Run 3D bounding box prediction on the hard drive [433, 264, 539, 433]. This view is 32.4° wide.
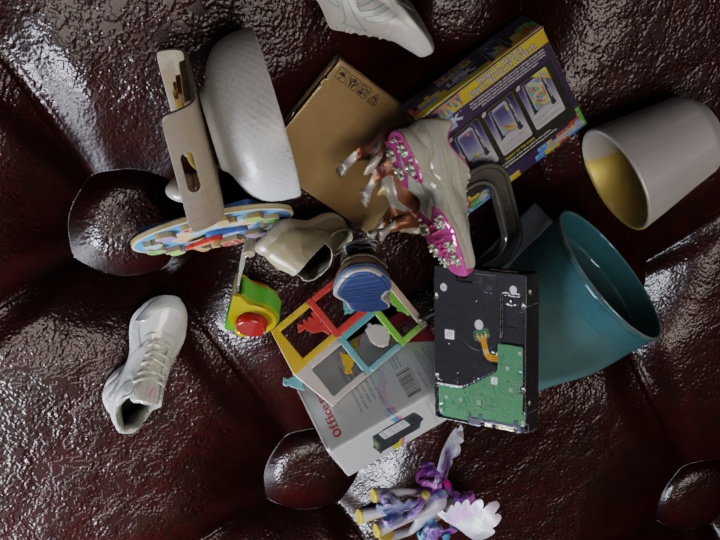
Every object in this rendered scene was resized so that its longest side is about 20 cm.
[{"bbox_3d":[0.158,0.095,1.554,0.038,0.139,0.201,-11,103,-50],"label":"hard drive"}]

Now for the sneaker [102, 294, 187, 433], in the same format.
[{"bbox_3d":[-0.270,0.128,1.603,0.077,0.099,0.201,14,114,-25],"label":"sneaker"}]

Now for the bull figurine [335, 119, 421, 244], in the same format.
[{"bbox_3d":[0.053,-0.095,1.572,0.121,0.065,0.201,-37,126,-14],"label":"bull figurine"}]

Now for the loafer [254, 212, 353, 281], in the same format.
[{"bbox_3d":[-0.062,-0.024,1.550,0.076,0.068,0.200,-43,167,23],"label":"loafer"}]

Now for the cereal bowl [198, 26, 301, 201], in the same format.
[{"bbox_3d":[-0.133,-0.171,1.420,0.083,0.200,0.201,-17,123,-4],"label":"cereal bowl"}]

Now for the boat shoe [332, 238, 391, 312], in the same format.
[{"bbox_3d":[0.000,0.000,1.549,0.072,0.200,0.073,-5,77,0],"label":"boat shoe"}]

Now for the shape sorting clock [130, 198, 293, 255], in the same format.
[{"bbox_3d":[-0.178,-0.047,1.496,0.199,0.200,0.039,-14,87,-11],"label":"shape sorting clock"}]

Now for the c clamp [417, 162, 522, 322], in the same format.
[{"bbox_3d":[0.137,-0.039,1.598,0.170,0.027,0.201,-25,130,-14],"label":"c clamp"}]

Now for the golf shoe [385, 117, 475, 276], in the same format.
[{"bbox_3d":[0.107,-0.092,1.503,0.091,0.075,0.201,-31,108,-24],"label":"golf shoe"}]

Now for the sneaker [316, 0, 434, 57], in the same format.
[{"bbox_3d":[0.004,-0.312,1.469,0.200,0.071,0.080,35,113,-25],"label":"sneaker"}]

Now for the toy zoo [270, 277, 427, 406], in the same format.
[{"bbox_3d":[-0.026,0.087,1.649,0.200,0.020,0.131,-39,89,-6],"label":"toy zoo"}]

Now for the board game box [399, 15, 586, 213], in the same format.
[{"bbox_3d":[0.171,-0.197,1.578,0.200,0.057,0.166,-37,125,-5],"label":"board game box"}]

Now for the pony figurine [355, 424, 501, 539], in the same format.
[{"bbox_3d":[0.109,0.342,1.846,0.199,0.167,0.193,-8,153,-18],"label":"pony figurine"}]

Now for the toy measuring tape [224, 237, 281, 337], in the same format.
[{"bbox_3d":[-0.130,0.028,1.588,0.073,0.074,0.200,-3,146,-17],"label":"toy measuring tape"}]

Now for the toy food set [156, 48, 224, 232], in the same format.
[{"bbox_3d":[-0.204,-0.151,1.403,0.060,0.200,0.144,-14,122,-4],"label":"toy food set"}]

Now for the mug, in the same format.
[{"bbox_3d":[0.396,-0.155,1.669,0.153,0.187,0.150,-30,92,-11],"label":"mug"}]

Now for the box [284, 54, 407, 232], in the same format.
[{"bbox_3d":[-0.007,-0.155,1.576,0.200,0.021,0.164,33,105,-32],"label":"box"}]

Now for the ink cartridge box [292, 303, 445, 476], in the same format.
[{"bbox_3d":[0.027,0.162,1.691,0.199,0.146,0.083,-30,142,0],"label":"ink cartridge box"}]

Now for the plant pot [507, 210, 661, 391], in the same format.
[{"bbox_3d":[0.254,0.058,1.608,0.200,0.201,0.188,34,119,-31],"label":"plant pot"}]

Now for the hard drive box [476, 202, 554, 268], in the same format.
[{"bbox_3d":[0.232,0.032,1.735,0.200,0.077,0.156,-45,122,10],"label":"hard drive box"}]
